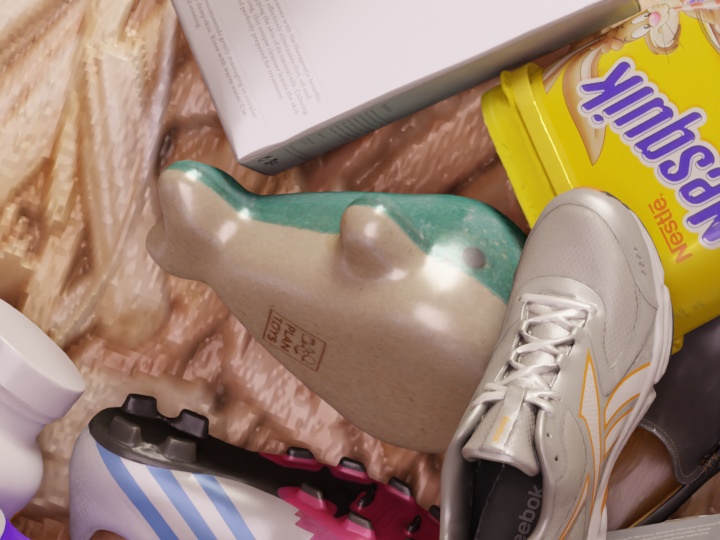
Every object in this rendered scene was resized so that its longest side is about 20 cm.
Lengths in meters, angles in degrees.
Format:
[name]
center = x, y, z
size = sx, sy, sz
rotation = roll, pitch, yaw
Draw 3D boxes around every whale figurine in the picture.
[whale figurine]
center = 0.000, 0.000, 1.330
size = 0.200, 0.159, 0.104
rotation = 27, 59, 7

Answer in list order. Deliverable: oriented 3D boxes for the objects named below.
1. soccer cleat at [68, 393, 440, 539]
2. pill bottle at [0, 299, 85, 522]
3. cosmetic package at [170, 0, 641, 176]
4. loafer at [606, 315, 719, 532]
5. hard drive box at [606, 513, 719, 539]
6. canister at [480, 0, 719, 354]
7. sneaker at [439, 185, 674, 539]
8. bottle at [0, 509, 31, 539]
[soccer cleat]
center = -0.048, 0.128, 1.375
size = 0.200, 0.070, 0.086
rotation = 20, 112, 6
[pill bottle]
center = -0.224, 0.106, 1.366
size = 0.104, 0.104, 0.200
rotation = 43, 97, 2
[cosmetic package]
center = 0.020, -0.132, 1.328
size = 0.200, 0.085, 0.108
rotation = -22, 84, 6
[loafer]
center = 0.145, 0.076, 1.340
size = 0.073, 0.072, 0.200
rotation = 36, 97, 3
[hard drive box]
center = 0.134, 0.221, 1.302
size = 0.156, 0.077, 0.200
rotation = -12, 116, 21
[canister]
center = 0.173, -0.065, 1.288
size = 0.200, 0.087, 0.149
rotation = -30, 69, 17
[sneaker]
center = 0.079, 0.058, 1.212
size = 0.076, 0.092, 0.200
rotation = 7, 81, 25
[bottle]
center = -0.144, 0.188, 1.342
size = 0.083, 0.065, 0.200
rotation = -29, 121, 3
